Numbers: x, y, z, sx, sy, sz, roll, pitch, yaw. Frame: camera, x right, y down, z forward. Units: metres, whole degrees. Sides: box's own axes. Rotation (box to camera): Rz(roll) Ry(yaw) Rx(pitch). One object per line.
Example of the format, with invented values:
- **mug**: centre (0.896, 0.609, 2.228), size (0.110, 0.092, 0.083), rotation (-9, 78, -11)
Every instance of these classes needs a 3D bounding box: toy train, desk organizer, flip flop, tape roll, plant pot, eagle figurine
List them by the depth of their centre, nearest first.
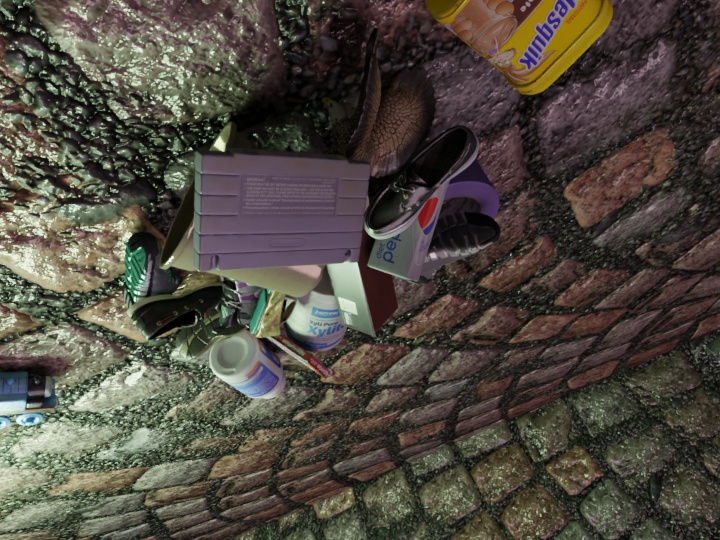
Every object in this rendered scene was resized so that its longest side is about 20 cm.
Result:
- **eagle figurine**: centre (0.005, -0.187, 0.670), size (0.200, 0.152, 0.151), rotation (-40, 109, 22)
- **plant pot**: centre (-0.134, -0.058, 0.674), size (0.183, 0.201, 0.200), rotation (27, 127, -26)
- **desk organizer**: centre (0.000, 0.000, 0.826), size (0.077, 0.071, 0.201), rotation (-43, 133, -37)
- **tape roll**: centre (0.134, -0.110, 0.897), size (0.199, 0.085, 0.200), rotation (-14, 147, -9)
- **toy train**: centre (-0.675, 0.238, 0.955), size (0.199, 0.087, 0.114), rotation (5, 133, -34)
- **flip flop**: centre (-0.277, 0.109, 1.005), size (0.200, 0.081, 0.058), rotation (-36, 169, 18)

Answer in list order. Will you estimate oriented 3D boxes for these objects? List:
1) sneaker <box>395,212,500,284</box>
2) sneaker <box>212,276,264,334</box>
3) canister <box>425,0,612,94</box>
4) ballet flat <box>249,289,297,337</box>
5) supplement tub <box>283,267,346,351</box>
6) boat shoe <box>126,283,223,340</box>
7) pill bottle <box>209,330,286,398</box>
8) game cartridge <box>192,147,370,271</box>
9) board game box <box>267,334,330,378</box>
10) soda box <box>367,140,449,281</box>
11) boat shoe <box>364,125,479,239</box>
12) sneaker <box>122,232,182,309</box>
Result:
- **sneaker**: centre (0.141, -0.031, 0.884), size (0.199, 0.075, 0.116), rotation (-15, 153, 9)
- **sneaker**: centre (-0.217, 0.042, 0.873), size (0.140, 0.077, 0.200), rotation (-57, 148, -14)
- **canister**: centre (0.193, -0.323, 0.623), size (0.199, 0.087, 0.149), rotation (15, 133, -40)
- **ballet flat**: centre (-0.132, 0.034, 0.848), size (0.070, 0.071, 0.201), rotation (1, 129, -30)
- **supplement tub**: centre (-0.074, 0.054, 0.975), size (0.131, 0.132, 0.200), rotation (-8, 145, -19)
- **boat shoe**: centre (-0.298, 0.069, 0.882), size (0.074, 0.063, 0.201), rotation (-41, 169, 28)
- **pill bottle**: centre (-0.240, 0.217, 1.137), size (0.112, 0.112, 0.200), rotation (-22, 147, 2)
- **game cartridge**: centre (-0.085, -0.068, 0.578), size (0.199, 0.038, 0.130), rotation (-3, 107, -31)
- **board game box**: centre (-0.154, 0.145, 1.024), size (0.019, 0.199, 0.103), rotation (-55, 149, -14)
- **soda box**: centre (0.079, -0.089, 0.766), size (0.063, 0.068, 0.201), rotation (15, 94, -68)
- **boat shoe**: centre (0.076, -0.124, 0.704), size (0.200, 0.069, 0.057), rotation (-43, 164, 11)
- **sneaker**: centre (-0.329, -0.002, 0.829), size (0.087, 0.075, 0.200), rotation (-16, 159, -37)
